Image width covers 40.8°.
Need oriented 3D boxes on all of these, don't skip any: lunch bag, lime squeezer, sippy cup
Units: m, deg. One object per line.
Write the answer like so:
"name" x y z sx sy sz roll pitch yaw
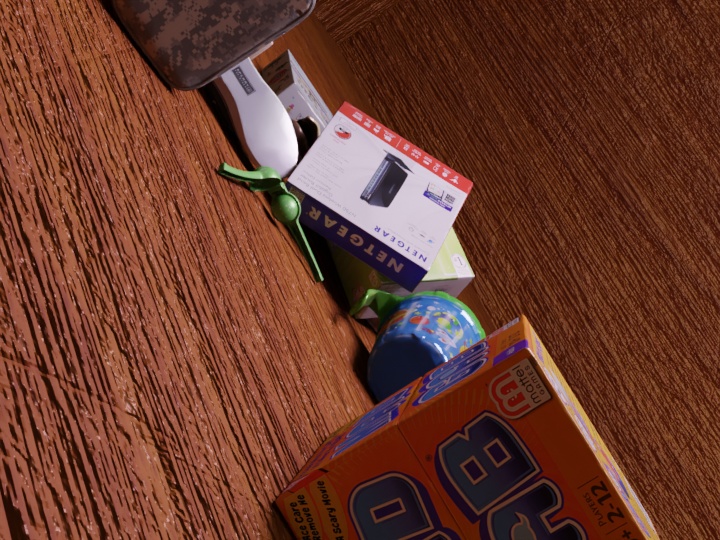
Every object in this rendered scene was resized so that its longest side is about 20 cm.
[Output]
"lunch bag" -0.148 -0.306 1.028 0.140 0.199 0.168 53 11 -29
"lime squeezer" -0.091 -0.072 1.075 0.200 0.037 0.071 52 11 -41
"sippy cup" 0.068 0.103 1.101 0.130 0.176 0.141 -35 133 -71

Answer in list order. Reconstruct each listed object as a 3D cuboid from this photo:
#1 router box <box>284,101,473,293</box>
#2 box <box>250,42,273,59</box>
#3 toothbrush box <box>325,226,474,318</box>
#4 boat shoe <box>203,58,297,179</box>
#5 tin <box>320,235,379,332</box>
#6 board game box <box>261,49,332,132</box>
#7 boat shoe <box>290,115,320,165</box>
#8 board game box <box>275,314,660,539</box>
"router box" 0.022 -0.094 1.197 0.199 0.049 0.180 32 47 -2
"box" -0.203 -0.351 1.217 0.200 0.094 0.078 52 11 -28
"toothbrush box" 0.037 -0.047 1.262 0.144 0.086 0.201 -2 56 -31
"boat shoe" -0.139 -0.197 1.152 0.056 0.068 0.202 -21 -82 60
"tin" 0.000 0.000 1.331 0.201 0.042 0.112 62 5 19
"board game box" -0.096 -0.260 1.581 0.148 0.064 0.200 53 9 -25
"boat shoe" -0.084 -0.173 1.320 0.075 0.074 0.202 57 9 -5
"board game box" 0.090 0.178 0.715 0.201 0.199 0.200 58 9 2
